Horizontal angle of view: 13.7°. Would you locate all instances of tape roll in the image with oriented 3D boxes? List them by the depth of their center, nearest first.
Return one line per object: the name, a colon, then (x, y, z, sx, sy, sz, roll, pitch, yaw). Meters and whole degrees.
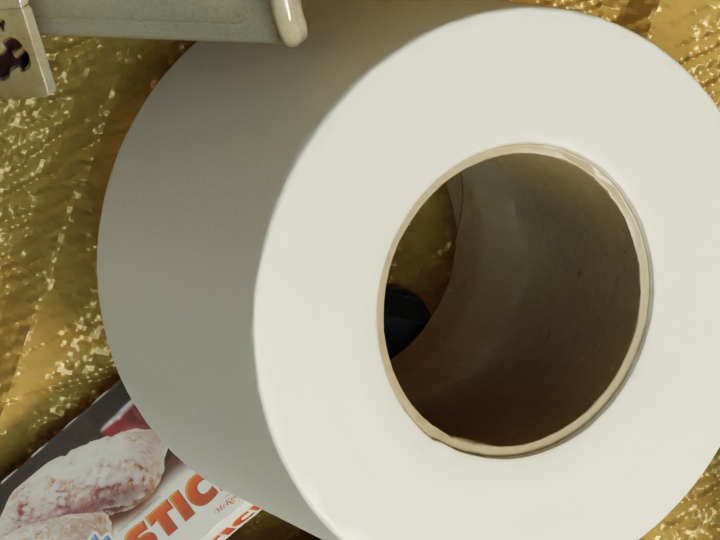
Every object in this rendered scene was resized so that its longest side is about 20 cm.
tape roll: (0.023, 0.002, 1.058, 0.202, 0.139, 0.203, -5, 101, -27)

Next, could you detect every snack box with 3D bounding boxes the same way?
snack box: (-0.113, 0.108, 1.161, 0.200, 0.024, 0.072, -41, 73, 10)

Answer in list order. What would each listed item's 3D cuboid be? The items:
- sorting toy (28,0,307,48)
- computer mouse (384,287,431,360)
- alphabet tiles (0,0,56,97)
sorting toy: (-0.115, -0.161, 0.990, 0.200, 0.036, 0.185, 8, 121, 36)
computer mouse: (0.000, 0.000, 1.152, 0.059, 0.034, 0.200, -7, 108, -21)
alphabet tiles: (-0.169, -0.150, 1.010, 0.167, 0.008, 0.200, 1, 118, 34)
